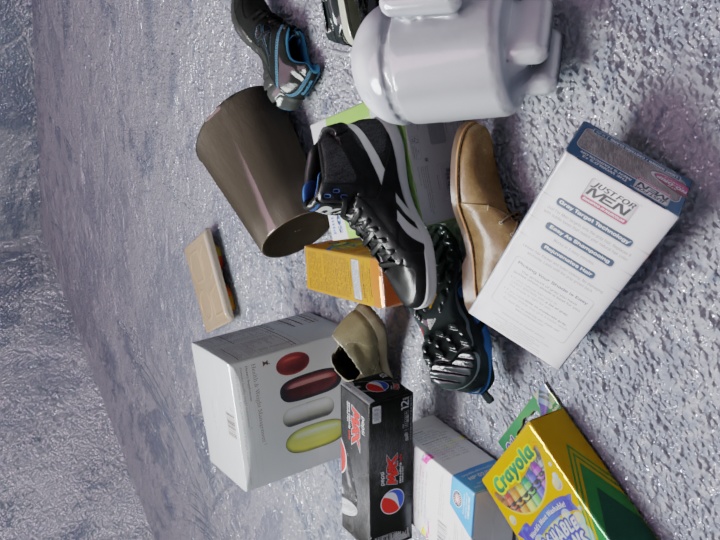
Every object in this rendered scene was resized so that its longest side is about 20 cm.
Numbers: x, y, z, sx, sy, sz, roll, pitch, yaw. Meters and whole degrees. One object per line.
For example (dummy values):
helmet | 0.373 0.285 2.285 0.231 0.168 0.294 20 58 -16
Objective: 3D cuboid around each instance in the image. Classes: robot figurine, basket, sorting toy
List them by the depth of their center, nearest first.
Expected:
robot figurine | 0.077 -0.191 0.714 0.200 0.170 0.113 0 60 25
basket | -0.135 -0.130 1.148 0.200 0.136 0.180 61 142 19
sorting toy | -0.300 0.023 1.592 0.200 0.036 0.186 -26 78 64

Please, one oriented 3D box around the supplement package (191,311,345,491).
supplement package | -0.119 0.185 1.170 0.147 0.200 0.192 14 114 57

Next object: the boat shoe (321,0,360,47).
boat shoe | -0.027 -0.361 0.922 0.066 0.074 0.200 10 120 46

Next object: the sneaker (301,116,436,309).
sneaker | 0.000 -0.049 0.791 0.073 0.112 0.200 -18 87 60

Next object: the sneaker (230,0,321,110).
sneaker | -0.114 -0.325 1.109 0.082 0.073 0.200 -40 72 40

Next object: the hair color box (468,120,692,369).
hair color box | 0.180 -0.015 0.677 0.100 0.061 0.200 33 136 9

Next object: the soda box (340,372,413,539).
soda box | 0.019 0.230 0.952 0.071 0.063 0.200 25 120 54

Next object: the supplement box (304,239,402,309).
supplement box | 0.000 0.000 1.027 0.200 0.066 0.069 8 108 58

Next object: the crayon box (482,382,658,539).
crayon box | 0.198 0.231 0.793 0.200 0.051 0.126 58 145 31

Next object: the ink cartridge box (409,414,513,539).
ink cartridge box | 0.096 0.256 0.961 0.200 0.068 0.115 29 124 52

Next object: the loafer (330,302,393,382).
loafer | -0.002 0.125 1.046 0.076 0.067 0.200 46 155 44

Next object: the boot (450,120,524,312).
boot | 0.138 -0.051 0.785 0.075 0.074 0.200 1 107 41

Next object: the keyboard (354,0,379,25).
keyboard | 0.009 -0.294 0.818 0.200 0.021 0.127 67 -157 -64

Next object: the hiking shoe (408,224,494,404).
hiking shoe | 0.096 0.045 0.869 0.074 0.087 0.200 -20 58 24

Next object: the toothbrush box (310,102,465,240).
toothbrush box | 0.034 -0.118 0.901 0.200 0.086 0.146 -5 97 59
